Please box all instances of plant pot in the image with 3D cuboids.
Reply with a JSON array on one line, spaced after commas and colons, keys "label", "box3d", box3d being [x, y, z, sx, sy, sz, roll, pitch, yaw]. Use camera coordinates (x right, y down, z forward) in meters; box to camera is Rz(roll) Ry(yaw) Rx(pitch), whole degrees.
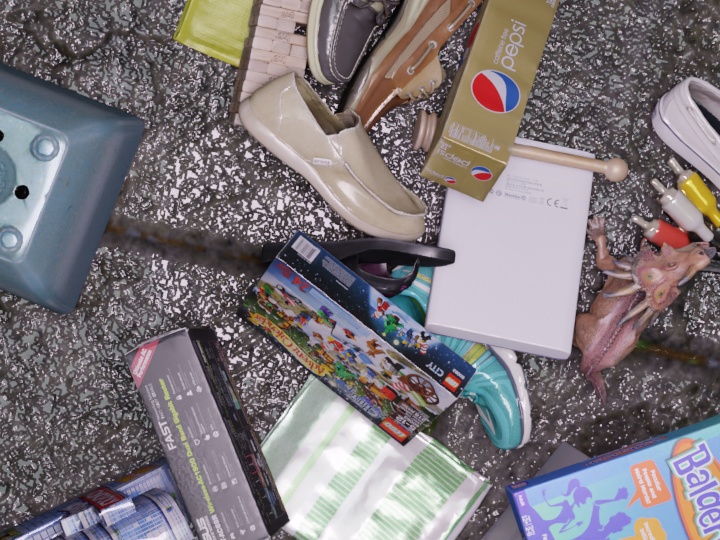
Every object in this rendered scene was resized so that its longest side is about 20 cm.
[{"label": "plant pot", "box3d": [-0.317, -0.081, 1.637, 0.195, 0.200, 0.197, 22, 90, -3]}]

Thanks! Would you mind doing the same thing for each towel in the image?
[{"label": "towel", "box3d": [0.002, 0.200, 1.752, 0.200, 0.023, 0.153, 35, 90, -4]}, {"label": "towel", "box3d": [-0.098, -0.289, 1.735, 0.086, 0.018, 0.200, 22, 91, -3]}]

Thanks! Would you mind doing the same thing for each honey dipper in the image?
[{"label": "honey dipper", "box3d": [0.147, -0.107, 1.717, 0.200, 0.038, 0.038, 12, 91, -7]}]

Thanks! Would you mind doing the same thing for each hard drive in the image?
[{"label": "hard drive", "box3d": [0.137, -0.027, 1.713, 0.132, 0.025, 0.200, 12, 66, -4]}]

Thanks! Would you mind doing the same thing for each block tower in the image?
[{"label": "block tower", "box3d": [-0.074, -0.217, 1.711, 0.058, 0.054, 0.200, 10, 94, -13]}]

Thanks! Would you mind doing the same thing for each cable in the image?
[{"label": "cable", "box3d": [0.338, -0.012, 1.751, 0.200, 0.050, 0.097, 34, 84, -2]}]

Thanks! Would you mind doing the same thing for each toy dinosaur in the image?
[{"label": "toy dinosaur", "box3d": [0.233, 0.041, 1.695, 0.086, 0.136, 0.200, 17, 111, -10]}]

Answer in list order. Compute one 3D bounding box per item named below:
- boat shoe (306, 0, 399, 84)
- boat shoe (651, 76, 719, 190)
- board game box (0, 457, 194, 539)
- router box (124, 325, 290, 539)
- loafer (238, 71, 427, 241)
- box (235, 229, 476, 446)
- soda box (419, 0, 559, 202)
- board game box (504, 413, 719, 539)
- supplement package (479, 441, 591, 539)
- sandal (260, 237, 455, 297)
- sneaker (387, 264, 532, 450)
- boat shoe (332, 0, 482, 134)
[{"label": "boat shoe", "box3d": [0.009, -0.261, 1.689, 0.066, 0.072, 0.201, 13, 81, 32]}, {"label": "boat shoe", "box3d": [0.364, -0.107, 1.735, 0.200, 0.066, 0.072, 40, 57, 1]}, {"label": "board game box", "box3d": [-0.221, 0.228, 1.676, 0.200, 0.200, 0.062, -26, 94, -17]}, {"label": "router box", "box3d": [-0.133, 0.150, 1.667, 0.062, 0.150, 0.200, -22, 86, 4]}, {"label": "loafer", "box3d": [-0.015, -0.101, 1.662, 0.200, 0.076, 0.068, 37, 114, -11]}, {"label": "box", "box3d": [-0.007, 0.063, 1.681, 0.200, 0.137, 0.038, 38, 59, -1]}, {"label": "soda box", "box3d": [0.116, -0.163, 1.679, 0.064, 0.068, 0.200, 23, 57, -4]}, {"label": "board game box", "box3d": [0.237, 0.220, 1.555, 0.200, 0.045, 0.152, -19, 92, -4]}, {"label": "supplement package", "box3d": [0.205, 0.266, 1.677, 0.151, 0.200, 0.152, 40, 89, -4]}, {"label": "sandal", "box3d": [0.000, 0.000, 1.685, 0.200, 0.075, 0.048, -2, 80, 36]}, {"label": "sneaker", "box3d": [0.086, 0.081, 1.720, 0.080, 0.078, 0.200, -28, 83, -31]}, {"label": "boat shoe", "box3d": [0.044, -0.189, 1.719, 0.074, 0.076, 0.200, 32, 90, -7]}]
